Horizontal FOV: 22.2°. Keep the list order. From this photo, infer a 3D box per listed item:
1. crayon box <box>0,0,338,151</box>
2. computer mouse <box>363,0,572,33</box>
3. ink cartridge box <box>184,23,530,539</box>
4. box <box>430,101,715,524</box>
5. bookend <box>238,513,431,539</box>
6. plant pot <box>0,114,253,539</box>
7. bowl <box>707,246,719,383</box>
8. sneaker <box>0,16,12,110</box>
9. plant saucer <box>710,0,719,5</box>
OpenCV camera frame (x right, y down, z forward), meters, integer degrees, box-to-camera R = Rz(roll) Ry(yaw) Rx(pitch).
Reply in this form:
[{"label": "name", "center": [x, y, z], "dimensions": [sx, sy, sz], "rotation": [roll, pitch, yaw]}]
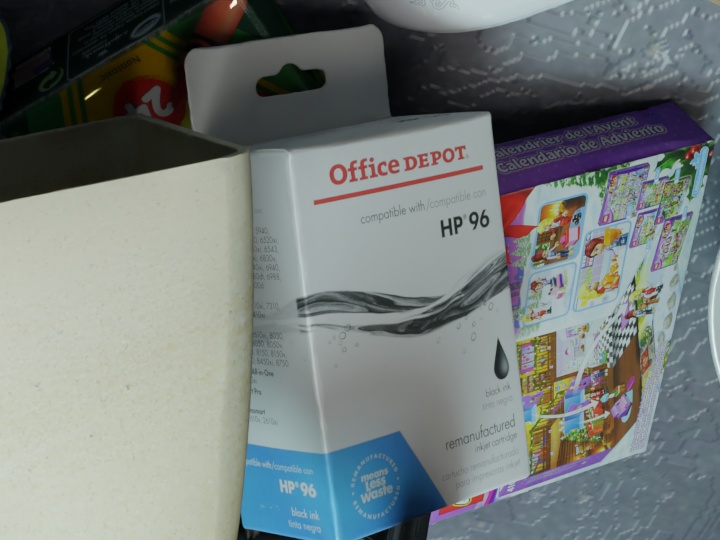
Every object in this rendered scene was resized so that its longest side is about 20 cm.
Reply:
[{"label": "crayon box", "center": [-0.058, -0.039, 0.848], "dimensions": [0.126, 0.051, 0.200], "rotation": [-29, 126, 13]}, {"label": "computer mouse", "center": [0.093, -0.148, 0.788], "dimensions": [0.199, 0.044, 0.110], "rotation": [-22, 128, 9]}, {"label": "ink cartridge box", "center": [0.000, 0.000, 0.768], "dimensions": [0.115, 0.068, 0.202], "rotation": [-14, 100, -40]}, {"label": "box", "center": [0.091, 0.023, 0.895], "dimensions": [0.136, 0.039, 0.201], "rotation": [-15, 132, -25]}, {"label": "bookend", "center": [-0.100, 0.079, 0.853], "dimensions": [0.199, 0.093, 0.198], "rotation": [-19, 137, 41]}, {"label": "plant pot", "center": [-0.144, 0.053, 0.686], "dimensions": [0.199, 0.200, 0.179], "rotation": [-12, 102, -17]}, {"label": "bowl", "center": [0.264, 0.008, 0.883], "dimensions": [0.199, 0.090, 0.203], "rotation": [2, 107, 6]}, {"label": "sneaker", "center": [-0.216, -0.028, 0.801], "dimensions": [0.078, 0.066, 0.201], "rotation": [6, 115, -36]}, {"label": "plant saucer", "center": [0.199, -0.180, 0.716], "dimensions": [0.198, 0.036, 0.201], "rotation": [-2, 142, -1]}]
